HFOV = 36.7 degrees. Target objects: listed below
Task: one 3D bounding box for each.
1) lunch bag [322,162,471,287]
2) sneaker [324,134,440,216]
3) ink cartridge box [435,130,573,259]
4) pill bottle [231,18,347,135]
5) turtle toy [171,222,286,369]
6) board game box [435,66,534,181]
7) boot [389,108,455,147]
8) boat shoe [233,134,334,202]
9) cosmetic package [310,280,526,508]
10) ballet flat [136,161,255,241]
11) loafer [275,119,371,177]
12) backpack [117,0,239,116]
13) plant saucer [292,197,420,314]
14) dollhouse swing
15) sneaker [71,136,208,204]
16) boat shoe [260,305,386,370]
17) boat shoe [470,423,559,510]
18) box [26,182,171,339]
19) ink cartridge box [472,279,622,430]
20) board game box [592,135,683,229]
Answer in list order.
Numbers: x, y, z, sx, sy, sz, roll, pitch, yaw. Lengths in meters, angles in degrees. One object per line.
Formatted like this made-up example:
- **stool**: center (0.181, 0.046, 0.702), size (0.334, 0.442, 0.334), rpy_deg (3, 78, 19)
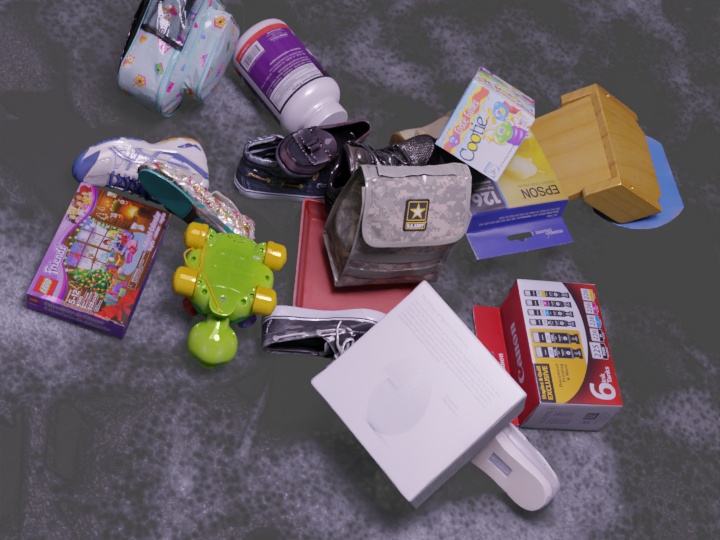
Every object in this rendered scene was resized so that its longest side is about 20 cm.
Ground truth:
- **lunch bag**: center (0.053, -0.072, 1.512), size (0.161, 0.201, 0.119), rpy_deg (-3, 57, -21)
- **sneaker**: center (0.034, -0.153, 1.582), size (0.197, 0.115, 0.077), rpy_deg (-27, 66, -11)
- **ink cartridge box**: center (0.220, -0.124, 1.665), size (0.195, 0.047, 0.202), rpy_deg (-10, 60, -31)
- **pill bottle**: center (-0.108, -0.292, 1.708), size (0.112, 0.113, 0.201), rpy_deg (-28, 69, -31)
- **turtle toy**: center (-0.186, 0.034, 1.467), size (0.143, 0.102, 0.202), rpy_deg (15, 54, -7)
- **board game box**: center (0.183, -0.214, 1.559), size (0.102, 0.106, 0.200), rpy_deg (31, 18, 0)
- **boot**: center (0.160, -0.166, 1.739), size (0.154, 0.073, 0.201), rpy_deg (-27, 65, -32)
- **boat shoe**: center (-0.089, -0.153, 1.633), size (0.197, 0.091, 0.072), rpy_deg (-3, 57, -20)
- **cosmetic package**: center (0.077, 0.163, 1.409), size (0.199, 0.123, 0.200), rpy_deg (-40, 73, -5)
- **ballet flat**: center (-0.229, -0.097, 1.538), size (0.200, 0.075, 0.064), rpy_deg (42, 50, -21)
- **loafer**: center (-0.052, -0.190, 1.600), size (0.072, 0.063, 0.199), rpy_deg (56, 33, 4)
- **backpack**: center (-0.275, -0.329, 1.627), size (0.152, 0.176, 0.201), rpy_deg (34, 92, -3)
- **plant saucer**: center (0.000, 0.000, 1.592), size (0.196, 0.037, 0.202), rpy_deg (11, 53, -11)
- **dollhouse swing**: center (0.367, -0.168, 1.799), size (0.180, 0.175, 0.203), rpy_deg (23, 48, -40)
- **sneaker**: center (-0.312, -0.139, 1.561), size (0.197, 0.076, 0.089), rpy_deg (-9, 61, -22)
- **boat shoe**: center (-0.039, 0.094, 1.490), size (0.196, 0.074, 0.069), rpy_deg (8, 50, -13)
- **boat shoe**: center (0.193, 0.237, 1.479), size (0.199, 0.073, 0.068), rpy_deg (41, 27, 24)
- **box**: center (-0.355, -0.016, 1.484), size (0.135, 0.039, 0.202), rpy_deg (18, 53, -5)
- **ink cartridge box**: center (0.266, 0.121, 1.566), size (0.173, 0.084, 0.203), rpy_deg (3, 56, -15)
- **board game box**: center (0.450, -0.145, 1.836), size (0.155, 0.039, 0.203), rpy_deg (-6, 59, -8)
